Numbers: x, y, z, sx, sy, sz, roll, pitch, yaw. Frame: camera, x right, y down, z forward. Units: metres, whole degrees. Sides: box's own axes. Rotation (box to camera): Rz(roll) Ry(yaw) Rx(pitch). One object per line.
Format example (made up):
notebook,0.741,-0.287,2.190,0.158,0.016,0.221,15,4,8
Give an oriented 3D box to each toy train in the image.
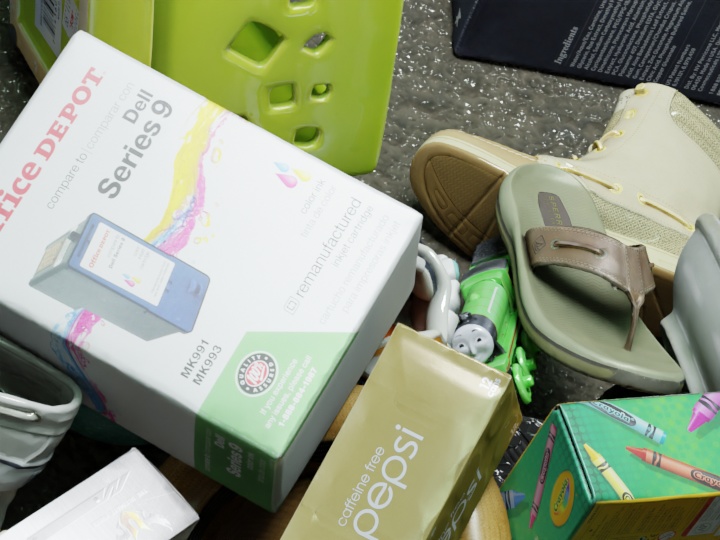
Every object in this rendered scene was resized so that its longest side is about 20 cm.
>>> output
toy train,0.076,0.027,1.435,0.200,0.041,0.057,-65,135,-73

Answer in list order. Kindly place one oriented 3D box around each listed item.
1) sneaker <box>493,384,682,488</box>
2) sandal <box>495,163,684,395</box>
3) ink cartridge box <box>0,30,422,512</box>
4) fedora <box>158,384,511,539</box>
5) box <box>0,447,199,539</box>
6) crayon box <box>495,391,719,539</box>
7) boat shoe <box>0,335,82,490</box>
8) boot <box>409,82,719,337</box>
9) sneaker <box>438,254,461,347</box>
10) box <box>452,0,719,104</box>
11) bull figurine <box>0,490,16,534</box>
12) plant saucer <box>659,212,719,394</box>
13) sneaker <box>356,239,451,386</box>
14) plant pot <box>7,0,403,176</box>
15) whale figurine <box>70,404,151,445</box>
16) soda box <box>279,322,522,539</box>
sneaker,0.112,0.118,1.393,0.199,0.105,0.060,-16,53,-32
sandal,0.122,-0.004,1.412,0.079,0.058,0.202,11,35,-26
ink cartridge box,-0.090,-0.001,1.261,0.199,0.088,0.146,29,69,10
fedora,-0.020,0.155,1.293,0.199,0.082,0.202,-3,69,7
box,-0.177,0.182,1.173,0.048,0.159,0.200,46,48,13
crayon box,0.121,0.140,1.306,0.118,0.200,0.059,-3,55,-25
boat shoe,-0.222,0.029,1.212,0.199,0.066,0.072,34,30,-10
boot,0.135,-0.061,1.578,0.199,0.073,0.156,25,46,-3
sneaker,0.006,0.069,1.420,0.090,0.078,0.201,7,40,-6
box,0.163,-0.232,1.712,0.198,0.118,0.198,8,48,-14
bull figurine,-0.225,0.150,1.220,0.199,0.121,0.065,-33,83,-33
plant saucer,0.206,0.070,1.438,0.050,0.201,0.201,-20,54,3
sneaker,0.000,0.000,1.380,0.078,0.080,0.201,-3,43,-25
plant pot,-0.096,-0.172,1.479,0.180,0.201,0.199,-11,40,-22
whale figurine,-0.124,0.022,1.397,0.158,0.104,0.200,16,22,-10
soda box,0.003,0.131,1.217,0.064,0.068,0.201,24,74,16
